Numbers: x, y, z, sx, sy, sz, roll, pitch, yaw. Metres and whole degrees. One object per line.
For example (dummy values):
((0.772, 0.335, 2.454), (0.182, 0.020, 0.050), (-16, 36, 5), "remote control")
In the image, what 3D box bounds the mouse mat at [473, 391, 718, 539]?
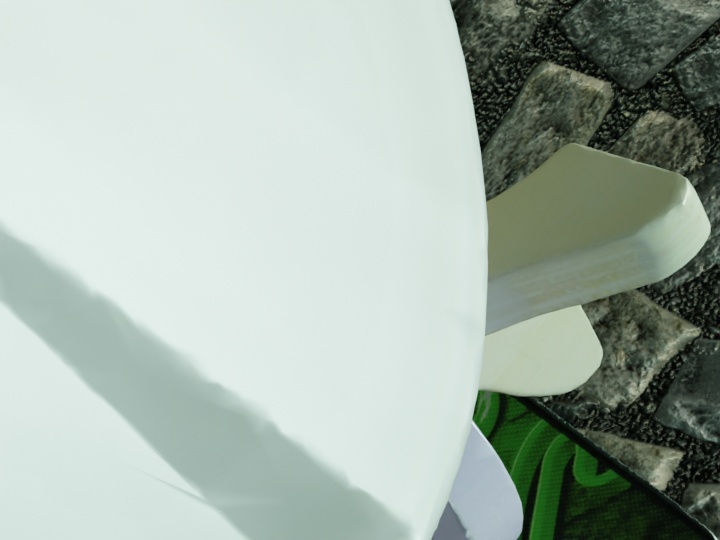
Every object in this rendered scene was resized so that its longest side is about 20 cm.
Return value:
((0.010, 0.108, 0.959), (0.161, 0.200, 0.008), (36, 35, 3), "mouse mat")

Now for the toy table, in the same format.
((0.000, 0.000, 0.822), (0.200, 0.117, 0.184), (29, -26, 37), "toy table")

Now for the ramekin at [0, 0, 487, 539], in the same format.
((-0.072, -0.019, 0.481), (0.202, 0.094, 0.203), (25, 58, -48), "ramekin")
